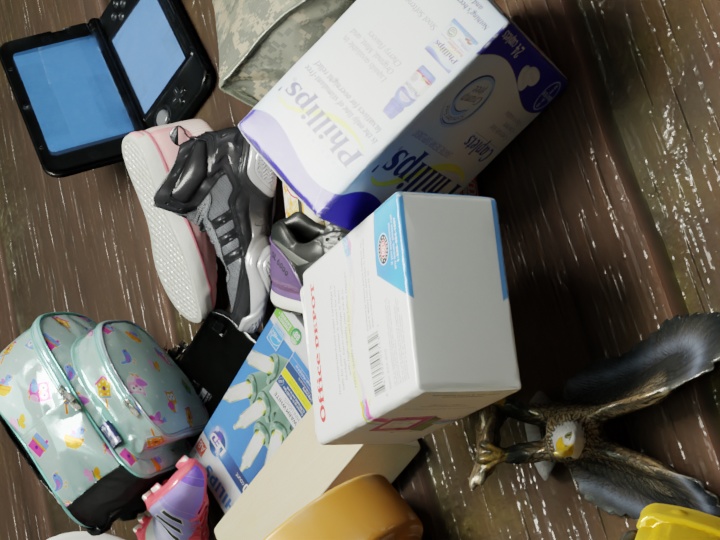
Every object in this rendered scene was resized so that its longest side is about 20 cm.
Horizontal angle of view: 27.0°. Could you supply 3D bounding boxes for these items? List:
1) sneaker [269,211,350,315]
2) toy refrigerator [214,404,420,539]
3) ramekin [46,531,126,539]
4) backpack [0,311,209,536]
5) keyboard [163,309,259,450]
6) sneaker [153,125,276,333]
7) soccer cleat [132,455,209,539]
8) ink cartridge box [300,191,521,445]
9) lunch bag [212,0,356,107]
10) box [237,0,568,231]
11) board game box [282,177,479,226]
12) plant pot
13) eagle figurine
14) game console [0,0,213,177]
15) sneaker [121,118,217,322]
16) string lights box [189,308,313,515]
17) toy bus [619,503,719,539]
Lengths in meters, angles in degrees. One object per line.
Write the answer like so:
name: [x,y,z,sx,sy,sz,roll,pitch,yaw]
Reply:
sneaker: [0.000,0.000,1.270,0.200,0.076,0.088,11,117,33]
toy refrigerator: [-0.038,0.193,1.313,0.200,0.070,0.076,-53,43,22]
ramekin: [-0.264,0.349,1.443,0.098,0.200,0.201,-54,51,36]
backpack: [-0.255,0.128,1.433,0.200,0.176,0.153,45,102,10]
keyboard: [-0.163,0.119,1.502,0.104,0.040,0.200,41,116,15]
sneaker: [-0.137,-0.042,1.404,0.075,0.114,0.200,-104,17,-78]
soccer cleat: [-0.166,0.234,1.415,0.076,0.067,0.200,42,150,6]
ink cartridge box: [0.031,0.042,1.117,0.200,0.085,0.145,144,124,-61]
lunch bag: [-0.026,-0.237,1.293,0.200,0.118,0.164,-44,31,22]
box: [0.038,-0.128,1.154,0.200,0.184,0.105,-45,70,10]
board game box: [0.009,-0.103,1.326,0.200,0.046,0.152,-18,73,44]
plant pot: [0.002,0.297,1.202,0.183,0.200,0.200,47,120,21]
eagle figurine: [0.178,0.117,1.093,0.200,0.151,0.152,-2,128,17]
game console: [-0.271,-0.219,1.581,0.176,0.116,0.200,-48,55,32]
sneaker: [-0.157,-0.055,1.480,0.075,0.105,0.200,5,116,53]
string lights box: [-0.071,0.133,1.375,0.103,0.059,0.200,52,122,35]
toy bus: [0.200,0.276,0.961,0.136,0.192,0.200,21,104,14]
